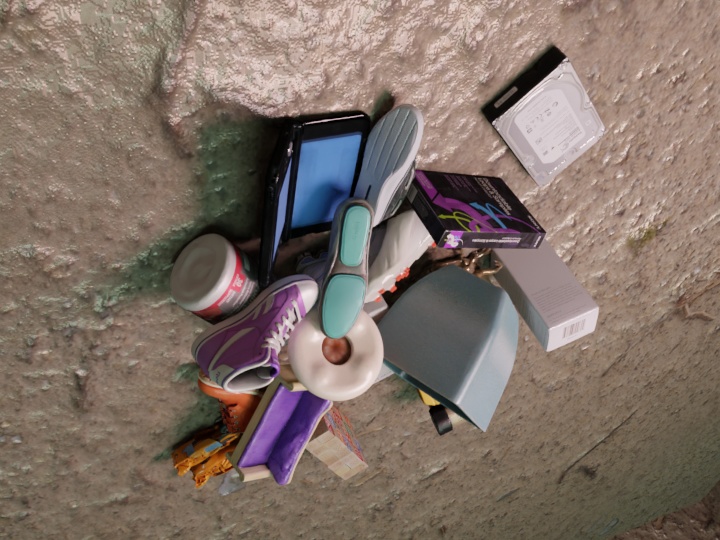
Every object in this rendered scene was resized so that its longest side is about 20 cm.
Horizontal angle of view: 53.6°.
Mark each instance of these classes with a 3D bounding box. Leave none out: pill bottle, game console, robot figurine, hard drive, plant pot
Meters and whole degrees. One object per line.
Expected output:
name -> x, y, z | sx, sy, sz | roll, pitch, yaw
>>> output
pill bottle -> -0.171, 0.039, 1.034 | 0.110, 0.112, 0.200 | -37, 141, 11
game console -> -0.063, -0.093, 0.960 | 0.114, 0.178, 0.202 | 10, 133, -2
robot figurine -> -0.246, 0.330, 1.343 | 0.198, 0.059, 0.146 | -28, 142, 0
hard drive -> 0.286, -0.225, 1.086 | 0.139, 0.038, 0.199 | -39, 141, 13
plant pot -> 0.157, 0.112, 1.182 | 0.202, 0.195, 0.196 | -57, 148, -8

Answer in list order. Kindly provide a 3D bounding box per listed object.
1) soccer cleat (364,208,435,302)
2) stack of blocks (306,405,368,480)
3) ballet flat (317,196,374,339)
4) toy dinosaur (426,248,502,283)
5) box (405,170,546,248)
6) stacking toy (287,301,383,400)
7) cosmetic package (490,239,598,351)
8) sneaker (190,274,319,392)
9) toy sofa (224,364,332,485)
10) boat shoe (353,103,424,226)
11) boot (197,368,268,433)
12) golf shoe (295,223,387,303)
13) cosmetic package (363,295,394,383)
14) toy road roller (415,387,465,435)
soccer cleat -> 0.055, -0.033, 1.073 | 0.200, 0.077, 0.069 | -45, 171, -21
stack of blocks -> -0.064, 0.317, 1.395 | 0.058, 0.116, 0.201 | -30, 140, 3
ballet flat -> -0.021, -0.005, 1.015 | 0.066, 0.064, 0.204 | 9, 100, -15
toy dinosaur -> 0.202, -0.003, 1.275 | 0.198, 0.059, 0.101 | 19, 137, -35
box -> 0.169, -0.092, 1.074 | 0.197, 0.144, 0.036 | 1, 133, -33
stacking toy -> -0.058, 0.140, 1.105 | 0.144, 0.149, 0.200 | -11, 165, -21
cosmetic package -> 0.317, 0.031, 1.250 | 0.100, 0.202, 0.075 | -20, 141, -9
sneaker -> -0.115, 0.091, 0.952 | 0.199, 0.114, 0.073 | -37, 135, -21
toy sofa -> -0.138, 0.264, 1.200 | 0.082, 0.097, 0.202 | 9, 115, -52
boat shoe -> 0.045, -0.151, 1.007 | 0.070, 0.072, 0.201 | -25, 152, -43
boot -> -0.214, 0.229, 1.220 | 0.199, 0.075, 0.108 | 32, 93, -47
golf shoe -> 0.000, 0.000, 1.108 | 0.197, 0.098, 0.079 | -23, 140, -9
cosmetic package -> 0.001, 0.116, 1.246 | 0.111, 0.082, 0.201 | -27, 140, -6
toy road roller -> 0.169, 0.222, 1.457 | 0.121, 0.146, 0.203 | -24, 104, -5
